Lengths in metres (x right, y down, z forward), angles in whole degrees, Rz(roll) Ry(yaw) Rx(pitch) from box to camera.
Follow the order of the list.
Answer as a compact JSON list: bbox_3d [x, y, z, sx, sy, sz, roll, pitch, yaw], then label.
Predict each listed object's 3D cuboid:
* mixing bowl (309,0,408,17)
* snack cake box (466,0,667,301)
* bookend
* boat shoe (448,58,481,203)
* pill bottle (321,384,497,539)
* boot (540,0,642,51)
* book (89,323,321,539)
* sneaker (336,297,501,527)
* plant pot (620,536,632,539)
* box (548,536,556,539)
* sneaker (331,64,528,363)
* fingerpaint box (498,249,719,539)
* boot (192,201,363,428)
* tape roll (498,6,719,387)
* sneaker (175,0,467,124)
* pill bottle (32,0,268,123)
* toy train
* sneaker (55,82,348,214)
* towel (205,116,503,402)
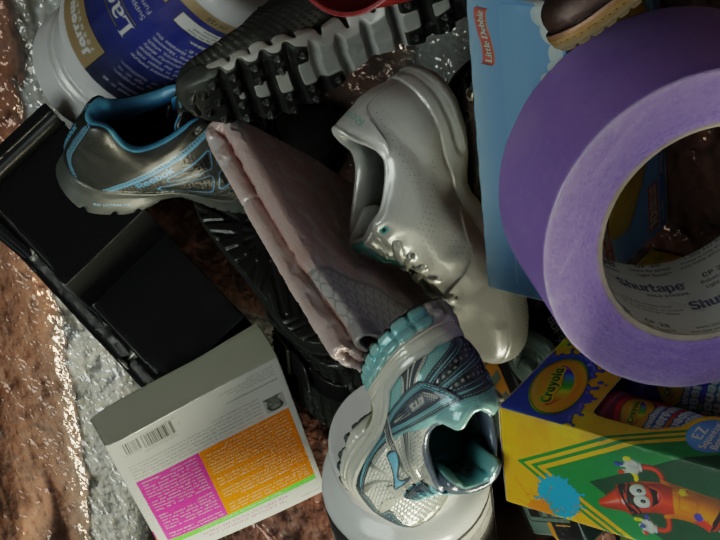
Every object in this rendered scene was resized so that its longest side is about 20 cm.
[{"bbox_3d":[0.040,-0.242,1.273,0.200,0.108,0.201,0,90,58],"label":"mixing bowl"},{"bbox_3d":[0.125,-0.094,1.329,0.067,0.115,0.201,14,127,31],"label":"snack cake box"},{"bbox_3d":[-0.167,0.006,1.565,0.200,0.092,0.199,46,176,10],"label":"bookend"},{"bbox_3d":[0.079,-0.098,1.395,0.066,0.072,0.202,15,132,24],"label":"boat shoe"},{"bbox_3d":[0.034,0.157,1.531,0.116,0.117,0.200,28,157,20],"label":"pill bottle"},{"bbox_3d":[0.121,-0.238,1.193,0.166,0.200,0.072,41,179,-11],"label":"boot"},{"bbox_3d":[-0.107,0.129,1.602,0.048,0.133,0.200,57,171,29],"label":"book"},{"bbox_3d":[0.040,0.108,1.324,0.086,0.077,0.200,51,158,28],"label":"sneaker"},{"bbox_3d":[0.236,0.191,1.407,0.199,0.200,0.191,-2,106,39],"label":"plant pot"},{"bbox_3d":[0.073,0.275,1.566,0.051,0.200,0.158,50,136,2],"label":"box"},{"bbox_3d":[0.036,-0.021,1.384,0.075,0.088,0.201,8,125,56],"label":"sneaker"},{"bbox_3d":[0.202,0.076,1.324,0.166,0.200,0.074,14,126,32],"label":"fingerpaint box"},{"bbox_3d":[-0.045,0.009,1.566,0.212,0.079,0.158,62,177,29],"label":"boot"},{"bbox_3d":[0.184,-0.040,1.256,0.085,0.199,0.201,-116,16,-57],"label":"tape roll"},{"bbox_3d":[-0.029,-0.159,1.375,0.091,0.199,0.067,60,172,33],"label":"sneaker"},{"bbox_3d":[-0.128,-0.172,1.477,0.200,0.116,0.116,-31,97,46],"label":"pill bottle"},{"bbox_3d":[0.131,0.093,1.484,0.114,0.085,0.201,-5,115,51],"label":"toy train"},{"bbox_3d":[-0.096,-0.083,1.464,0.082,0.199,0.073,112,143,-54],"label":"sneaker"},{"bbox_3d":[0.000,0.000,1.411,0.032,0.200,0.191,-39,58,14],"label":"towel"}]
